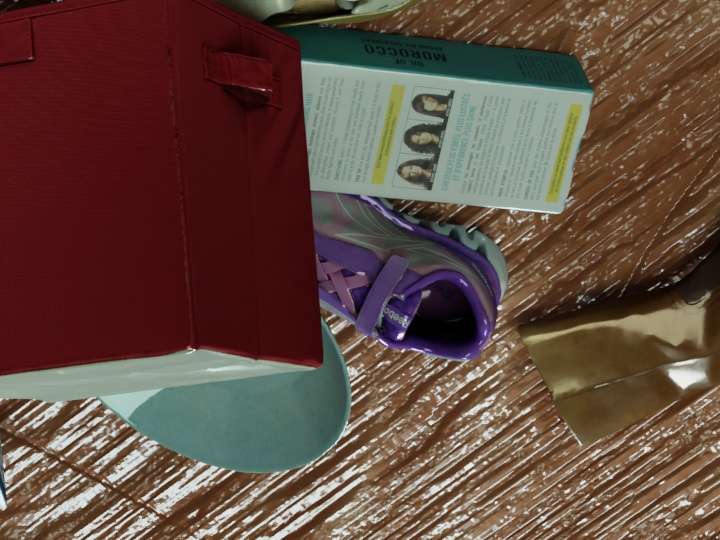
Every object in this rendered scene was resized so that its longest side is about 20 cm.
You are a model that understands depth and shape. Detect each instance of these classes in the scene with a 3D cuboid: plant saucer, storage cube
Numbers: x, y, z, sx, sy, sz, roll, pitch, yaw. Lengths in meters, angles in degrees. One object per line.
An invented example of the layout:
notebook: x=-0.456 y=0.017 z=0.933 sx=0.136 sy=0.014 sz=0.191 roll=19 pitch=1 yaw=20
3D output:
plant saucer: x=-0.090 y=0.033 z=1.389 sx=0.200 sy=0.039 sz=0.202 roll=17 pitch=137 yaw=16
storage cube: x=-0.132 y=-0.032 z=1.228 sx=0.199 sy=0.171 sz=0.181 roll=-7 pitch=83 yaw=20

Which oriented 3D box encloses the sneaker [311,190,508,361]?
sneaker: x=0.000 y=0.000 z=1.389 sx=0.199 sy=0.089 sz=0.081 roll=19 pitch=119 yaw=-17

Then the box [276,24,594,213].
box: x=0.026 y=-0.087 z=1.361 sx=0.199 sy=0.049 sz=0.083 roll=6 pitch=120 yaw=-13

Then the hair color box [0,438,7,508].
hair color box: x=-0.266 y=0.078 z=1.359 sx=0.099 sy=0.061 sz=0.200 roll=-10 pitch=151 yaw=-3

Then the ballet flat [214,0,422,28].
ballet flat: x=-0.027 y=-0.156 z=1.300 sx=0.199 sy=0.063 sz=0.069 roll=-13 pitch=117 yaw=-2

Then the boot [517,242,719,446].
boot: x=0.192 y=0.006 z=1.455 sx=0.199 sy=0.069 sz=0.189 roll=-17 pitch=131 yaw=10
